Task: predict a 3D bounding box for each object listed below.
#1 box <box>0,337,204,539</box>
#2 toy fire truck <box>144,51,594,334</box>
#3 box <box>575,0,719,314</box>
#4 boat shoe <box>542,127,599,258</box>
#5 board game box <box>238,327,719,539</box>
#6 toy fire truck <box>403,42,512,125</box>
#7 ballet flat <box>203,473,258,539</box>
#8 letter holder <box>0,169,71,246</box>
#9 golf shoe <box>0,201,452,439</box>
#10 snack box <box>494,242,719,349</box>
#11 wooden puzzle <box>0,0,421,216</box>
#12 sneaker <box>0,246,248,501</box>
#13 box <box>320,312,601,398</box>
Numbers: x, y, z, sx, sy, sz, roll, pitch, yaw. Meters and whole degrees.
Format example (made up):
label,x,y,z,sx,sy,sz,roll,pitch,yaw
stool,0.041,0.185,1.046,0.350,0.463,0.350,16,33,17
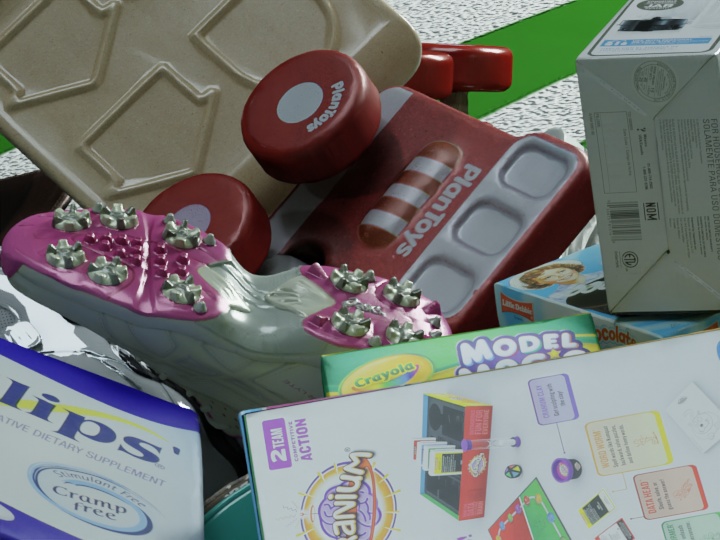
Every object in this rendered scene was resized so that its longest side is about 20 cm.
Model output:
label,x,y,z,sx,sy,sz,roll,pitch,yaw
box,-0.162,0.101,1.049,0.183,0.105,0.200,22,15,-11
toy fire truck,0.000,0.000,1.298,0.168,0.112,0.200,26,69,43
box,0.154,-0.070,1.200,0.060,0.117,0.200,-2,19,21
boat shoe,0.093,0.011,1.355,0.071,0.064,0.200,-37,21,42
board game box,0.063,0.101,0.996,0.199,0.040,0.153,-9,45,-1
toy fire truck,-0.014,-0.070,1.517,0.167,0.113,0.200,5,8,26
ballet flat,0.009,0.097,1.160,0.199,0.068,0.067,-23,-9,-13
letter holder,-0.203,0.002,1.380,0.142,0.101,0.200,-10,28,31
golf shoe,-0.064,0.034,1.191,0.199,0.092,0.075,17,33,1
snack box,0.173,0.002,1.222,0.199,0.037,0.116,-21,22,-30
wooden puzzle,-0.098,-0.112,1.414,0.185,0.200,0.046,-45,-11,-12
sneaker,-0.147,0.064,1.231,0.200,0.075,0.115,30,36,15
box,0.050,0.090,1.070,0.117,0.048,0.200,-10,42,-1
